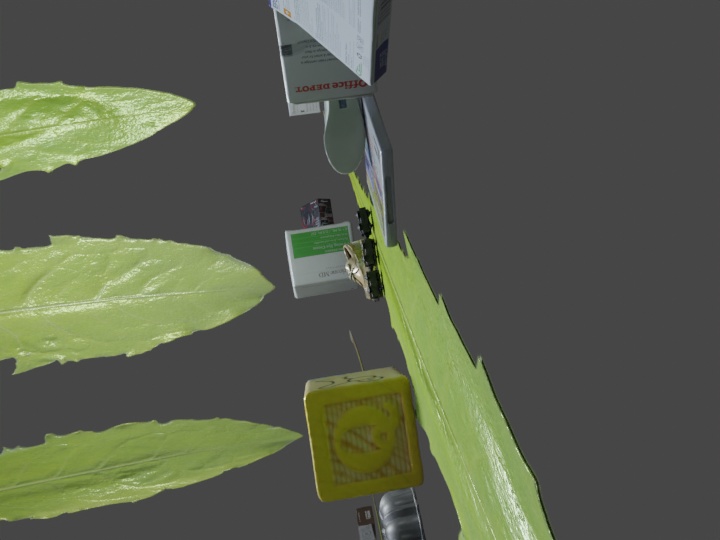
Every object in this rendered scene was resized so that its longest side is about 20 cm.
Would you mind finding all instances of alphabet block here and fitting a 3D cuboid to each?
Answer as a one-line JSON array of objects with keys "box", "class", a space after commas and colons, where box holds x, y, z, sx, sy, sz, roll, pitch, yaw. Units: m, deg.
[{"box": [0.001, 0.293, 1.471, 0.200, 0.194, 0.198, 143, 116, -87], "class": "alphabet block"}]

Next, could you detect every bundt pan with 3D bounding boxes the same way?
[{"box": [0.084, 0.536, 1.611, 0.202, 0.075, 0.203, 171, 90, -87], "class": "bundt pan"}]

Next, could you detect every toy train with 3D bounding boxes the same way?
[{"box": [0.018, -0.032, 1.662, 0.046, 0.034, 0.201, 83, 178, -78], "class": "toy train"}]

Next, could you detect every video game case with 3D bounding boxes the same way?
[{"box": [0.030, -0.169, 1.298, 0.201, 0.022, 0.183, -104, 7, -50], "class": "video game case"}]

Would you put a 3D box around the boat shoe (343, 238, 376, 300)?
[{"box": [0.000, 0.000, 1.760, 0.201, 0.064, 0.073, -103, 6, -53], "class": "boat shoe"}]

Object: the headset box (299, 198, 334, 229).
[{"box": [-0.186, -0.200, 3.512, 0.148, 0.075, 0.201, -19, 77, 52], "class": "headset box"}]

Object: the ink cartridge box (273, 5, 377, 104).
[{"box": [-0.055, -0.367, 1.212, 0.084, 0.143, 0.201, -101, 5, -57], "class": "ink cartridge box"}]

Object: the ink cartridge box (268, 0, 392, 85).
[{"box": [-0.044, -0.362, 1.041, 0.200, 0.041, 0.200, 41, 165, 11], "class": "ink cartridge box"}]

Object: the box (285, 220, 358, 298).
[{"box": [-0.112, -0.028, 2.343, 0.200, 0.198, 0.173, 102, 159, -79], "class": "box"}]

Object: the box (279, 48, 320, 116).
[{"box": [-0.238, -0.754, 3.165, 0.200, 0.130, 0.201, 85, 175, -48], "class": "box"}]

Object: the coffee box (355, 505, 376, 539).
[{"box": [0.031, 1.237, 3.794, 0.115, 0.079, 0.201, -105, 8, -59], "class": "coffee box"}]

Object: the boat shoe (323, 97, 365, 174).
[{"box": [-0.026, -0.260, 1.336, 0.072, 0.070, 0.202, 0, -95, -84], "class": "boat shoe"}]
